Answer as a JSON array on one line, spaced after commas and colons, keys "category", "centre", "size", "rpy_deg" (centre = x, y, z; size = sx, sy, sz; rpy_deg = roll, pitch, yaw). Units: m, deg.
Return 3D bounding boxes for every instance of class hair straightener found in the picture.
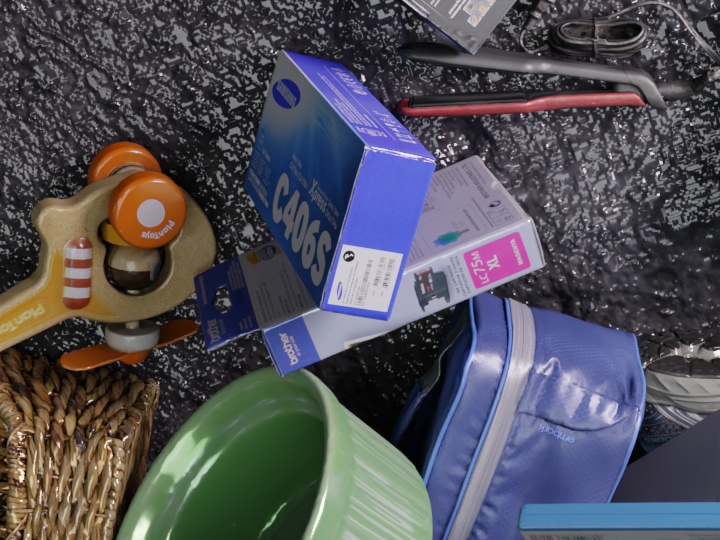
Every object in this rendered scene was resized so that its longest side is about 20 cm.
[{"category": "hair straightener", "centre": [0.120, -0.133, 0.950], "size": [0.200, 0.041, 0.077], "rpy_deg": [1, 107, 9]}]

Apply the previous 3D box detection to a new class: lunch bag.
[{"category": "lunch bag", "centre": [0.083, 0.118, 0.984], "size": [0.132, 0.136, 0.200], "rpy_deg": [18, 109, -1]}]

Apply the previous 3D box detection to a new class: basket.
[{"category": "basket", "centre": [-0.225, 0.165, 1.016], "size": [0.149, 0.143, 0.200], "rpy_deg": [12, 108, -1]}]

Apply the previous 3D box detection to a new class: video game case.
[{"category": "video game case", "centre": [0.191, 0.193, 0.902], "size": [0.143, 0.018, 0.200], "rpy_deg": [-5, 138, 28]}]

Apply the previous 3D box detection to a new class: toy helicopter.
[{"category": "toy helicopter", "centre": [-0.182, 0.019, 0.981], "size": [0.200, 0.079, 0.132], "rpy_deg": [-29, 120, -10]}]

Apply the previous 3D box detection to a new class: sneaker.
[{"category": "sneaker", "centre": [0.272, 0.091, 1.005], "size": [0.200, 0.078, 0.086], "rpy_deg": [6, 120, 9]}]

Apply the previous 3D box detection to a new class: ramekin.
[{"category": "ramekin", "centre": [-0.051, 0.165, 0.910], "size": [0.098, 0.200, 0.200], "rpy_deg": [36, 108, -29]}]

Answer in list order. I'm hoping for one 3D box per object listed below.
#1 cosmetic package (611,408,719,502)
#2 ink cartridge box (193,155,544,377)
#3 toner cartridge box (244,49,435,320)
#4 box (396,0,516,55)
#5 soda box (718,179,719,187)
[{"category": "cosmetic package", "centre": [0.222, 0.156, 0.948], "size": [0.081, 0.113, 0.200], "rpy_deg": [26, 146, -11]}, {"category": "ink cartridge box", "centre": [0.000, 0.000, 0.941], "size": [0.200, 0.119, 0.042], "rpy_deg": [-21, 115, -2]}, {"category": "toner cartridge box", "centre": [-0.018, -0.055, 0.902], "size": [0.043, 0.200, 0.095], "rpy_deg": [11, 108, -20]}, {"category": "box", "centre": [0.063, -0.251, 0.900], "size": [0.160, 0.044, 0.200], "rpy_deg": [36, 96, -8]}, {"category": "soda box", "centre": [0.278, -0.125, 0.928], "size": [0.063, 0.070, 0.200], "rpy_deg": [15, 108, 0]}]
